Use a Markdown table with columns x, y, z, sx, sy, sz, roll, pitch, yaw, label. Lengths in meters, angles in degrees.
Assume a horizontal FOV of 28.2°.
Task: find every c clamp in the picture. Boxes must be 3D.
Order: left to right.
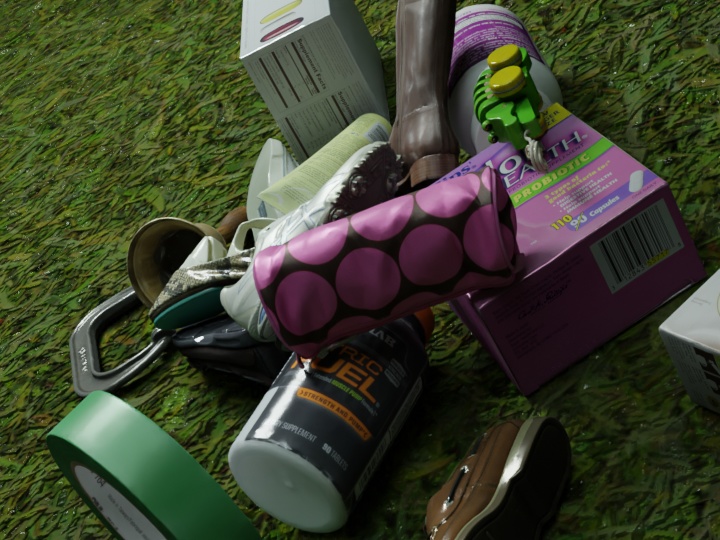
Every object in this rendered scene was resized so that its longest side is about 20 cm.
| x | y | z | sx | sy | sz | roll | pitch | yaw | label |
| --- | --- | --- | --- | --- | --- | --- | --- | --- | --- |
| -0.228 | 0.050 | 1.464 | 0.170 | 0.027 | 0.201 | -28 | 30 | 6 | c clamp |

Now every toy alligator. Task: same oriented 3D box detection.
| x | y | z | sx | sy | sz | roll | pitch | yaw | label |
| --- | --- | --- | --- | --- | --- | --- | --- | --- | --- |
| 0.121 | -0.130 | 1.192 | 0.054 | 0.060 | 0.201 | -21 | 32 | 16 | toy alligator |

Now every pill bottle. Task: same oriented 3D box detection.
| x | y | z | sx | sy | sz | roll | pitch | yaw | label |
| --- | --- | --- | --- | --- | --- | --- | --- | --- | --- |
| -0.013 | 0.097 | 1.128 | 0.105 | 0.107 | 0.201 | -3 | 41 | 39 | pill bottle |
| 0.132 | -0.170 | 1.379 | 0.111 | 0.113 | 0.201 | -26 | 30 | 8 | pill bottle |

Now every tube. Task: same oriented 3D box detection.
| x | y | z | sx | sy | sz | roll | pitch | yaw | label |
| --- | --- | --- | --- | --- | --- | --- | --- | --- | --- |
| -0.027 | -0.096 | 1.428 | 0.058 | 0.052 | 0.200 | -5 | 25 | 29 | tube |

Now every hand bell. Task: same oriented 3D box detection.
| x | y | z | sx | sy | sz | roll | pitch | yaw | label |
| --- | --- | --- | --- | --- | --- | --- | --- | --- | --- |
| -0.145 | -0.032 | 1.444 | 0.103 | 0.105 | 0.200 | -16 | 13 | 24 | hand bell |

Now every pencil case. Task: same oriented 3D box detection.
| x | y | z | sx | sy | sz | roll | pitch | yaw | label |
| --- | --- | --- | --- | --- | --- | --- | --- | --- | --- |
| 0.025 | -0.002 | 1.065 | 0.198 | 0.095 | 0.091 | -21 | -11 | 10 | pencil case |

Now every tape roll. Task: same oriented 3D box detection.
| x | y | z | sx | sy | sz | roll | pitch | yaw | label |
| --- | --- | --- | --- | --- | --- | --- | --- | --- | --- |
| -0.142 | 0.176 | 1.036 | 0.048 | 0.201 | 0.200 | -44 | 33 | -21 | tape roll |

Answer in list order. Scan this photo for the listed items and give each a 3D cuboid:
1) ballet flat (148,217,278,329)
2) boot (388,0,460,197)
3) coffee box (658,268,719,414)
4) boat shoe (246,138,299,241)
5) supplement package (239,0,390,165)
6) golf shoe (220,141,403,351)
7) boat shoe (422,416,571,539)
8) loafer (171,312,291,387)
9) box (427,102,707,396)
| x | y | z | sx | sy | sz | roll | pitch | yaw | label |
| --- | --- | --- | --- | --- | --- | --- | --- | --- | --- |
| -0.109 | -0.004 | 1.296 | 0.198 | 0.068 | 0.076 | -17 | 70 | 28 | ballet flat |
| 0.046 | -0.173 | 1.359 | 0.064 | 0.202 | 0.186 | -2 | -5 | -24 | boot |
| 0.309 | 0.057 | 0.926 | 0.114 | 0.080 | 0.200 | -40 | 32 | -15 | coffee box |
| -0.070 | -0.061 | 1.452 | 0.070 | 0.071 | 0.202 | -61 | 24 | 29 | boat shoe |
| -0.050 | -0.238 | 1.594 | 0.110 | 0.156 | 0.201 | -24 | 31 | 11 | supplement package |
| -0.046 | -0.034 | 1.198 | 0.097 | 0.078 | 0.201 | 23 | 70 | 38 | golf shoe |
| 0.079 | 0.180 | 0.973 | 0.068 | 0.072 | 0.200 | -9 | 27 | 39 | boat shoe |
| -0.116 | 0.076 | 1.293 | 0.071 | 0.064 | 0.200 | -23 | 8 | -25 | loafer |
| 0.149 | -0.024 | 1.170 | 0.175 | 0.097 | 0.200 | -33 | 30 | -2 | box |
